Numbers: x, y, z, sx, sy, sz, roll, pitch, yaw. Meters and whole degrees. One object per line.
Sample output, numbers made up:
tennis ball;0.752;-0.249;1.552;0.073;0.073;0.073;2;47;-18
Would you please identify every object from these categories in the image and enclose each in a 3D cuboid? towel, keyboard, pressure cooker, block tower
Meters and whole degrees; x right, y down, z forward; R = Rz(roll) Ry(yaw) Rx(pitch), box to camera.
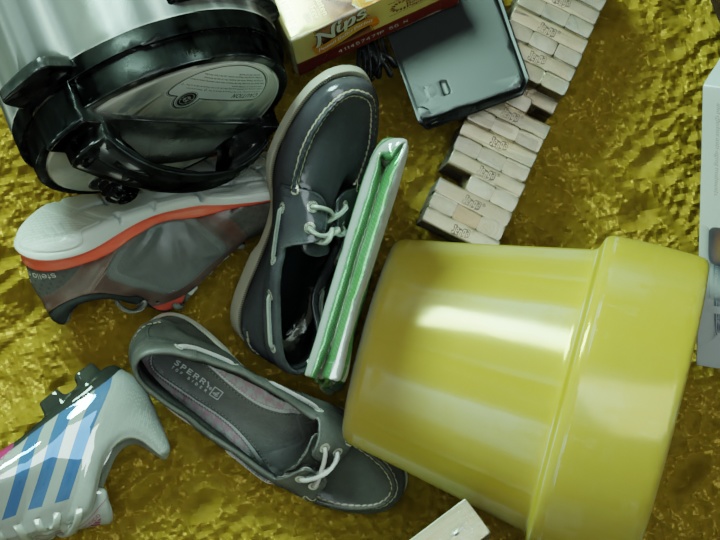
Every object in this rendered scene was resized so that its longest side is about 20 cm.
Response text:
towel;0.000;0.000;1.169;0.023;0.200;0.153;16;86;2
keyboard;0.033;-0.182;1.257;0.104;0.040;0.201;-17;69;0
pressure cooker;-0.138;-0.137;1.170;0.175;0.179;0.201;-20;74;-11
block tower;0.100;-0.110;1.257;0.058;0.054;0.201;26;84;-2

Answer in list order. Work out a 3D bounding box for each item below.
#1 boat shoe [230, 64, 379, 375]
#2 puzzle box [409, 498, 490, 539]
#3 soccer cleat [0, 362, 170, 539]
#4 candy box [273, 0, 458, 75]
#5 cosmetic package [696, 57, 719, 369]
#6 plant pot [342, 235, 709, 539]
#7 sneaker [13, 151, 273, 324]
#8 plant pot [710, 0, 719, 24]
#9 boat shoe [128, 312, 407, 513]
boat shoe;-0.024;-0.027;1.196;0.072;0.063;0.201;1;121;-34
puzzle box;0.018;0.195;1.159;0.133;0.200;0.025;-36;78;-5
soccer cleat;-0.207;0.143;1.212;0.200;0.070;0.086;-39;89;-6
candy box;-0.030;-0.238;1.230;0.115;0.055;0.201;-24;71;-5
cosmetic package;0.284;-0.024;1.187;0.150;0.052;0.201;8;122;22
plant pot;0.096;0.065;1.180;0.188;0.201;0.202;16;85;7
sneaker;-0.118;-0.019;1.240;0.199;0.077;0.082;-15;118;-10
plant pot;0.314;-0.143;1.224;0.186;0.187;0.201;-14;101;-5
boat shoe;-0.061;0.099;1.220;0.200;0.057;0.067;33;107;-5
